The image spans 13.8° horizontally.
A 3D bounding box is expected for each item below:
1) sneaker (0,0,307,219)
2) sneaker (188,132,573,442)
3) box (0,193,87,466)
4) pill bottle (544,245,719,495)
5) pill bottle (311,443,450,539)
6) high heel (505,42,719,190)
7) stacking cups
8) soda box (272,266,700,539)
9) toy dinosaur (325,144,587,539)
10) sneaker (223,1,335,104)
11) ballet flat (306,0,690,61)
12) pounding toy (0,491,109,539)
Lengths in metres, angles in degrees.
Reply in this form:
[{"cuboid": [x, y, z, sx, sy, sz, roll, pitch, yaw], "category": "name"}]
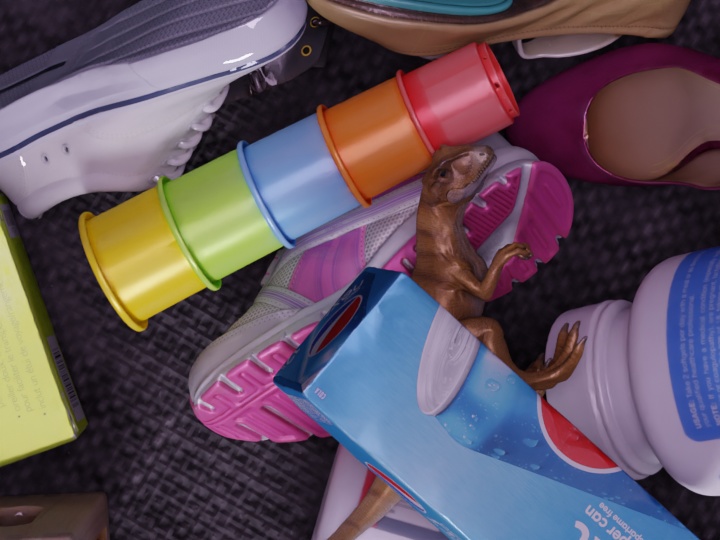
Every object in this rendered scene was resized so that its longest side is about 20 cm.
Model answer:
[{"cuboid": [-0.094, -0.078, 1.353, 0.199, 0.073, 0.071, -18, 120, 37], "category": "sneaker"}, {"cuboid": [0.000, 0.000, 1.376, 0.200, 0.081, 0.088, -37, 48, 2], "category": "sneaker"}, {"cuboid": [-0.242, 0.054, 1.397, 0.199, 0.048, 0.122, -19, 92, 2], "category": "box"}, {"cuboid": [0.187, 0.040, 1.332, 0.199, 0.112, 0.113, -11, 93, 28], "category": "pill bottle"}, {"cuboid": [0.072, 0.155, 1.362, 0.199, 0.120, 0.120, 17, 93, 0], "category": "pill bottle"}, {"cuboid": [0.140, -0.064, 1.330, 0.199, 0.096, 0.068, -6, 101, 31], "category": "high heel"}, {"cuboid": [-0.027, -0.045, 1.326, 0.199, 0.061, 0.061, -28, 92, 10], "category": "stacking cups"}, {"cuboid": [0.061, 0.088, 1.258, 0.200, 0.064, 0.068, 42, 83, -12], "category": "soda box"}, {"cuboid": [0.036, 0.045, 1.315, 0.106, 0.060, 0.201, 13, 90, -17], "category": "toy dinosaur"}, {"cuboid": [-0.008, -0.158, 1.377, 0.199, 0.075, 0.107, -25, 97, 11], "category": "sneaker"}, {"cuboid": [0.064, -0.119, 1.352, 0.199, 0.069, 0.063, -7, 134, -18], "category": "ballet flat"}, {"cuboid": [-0.146, 0.203, 1.327, 0.141, 0.200, 0.185, -3, 93, 1], "category": "pounding toy"}]
